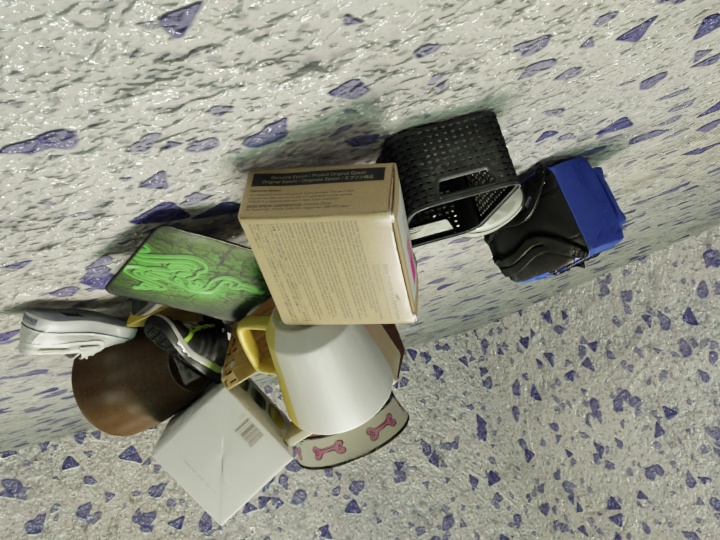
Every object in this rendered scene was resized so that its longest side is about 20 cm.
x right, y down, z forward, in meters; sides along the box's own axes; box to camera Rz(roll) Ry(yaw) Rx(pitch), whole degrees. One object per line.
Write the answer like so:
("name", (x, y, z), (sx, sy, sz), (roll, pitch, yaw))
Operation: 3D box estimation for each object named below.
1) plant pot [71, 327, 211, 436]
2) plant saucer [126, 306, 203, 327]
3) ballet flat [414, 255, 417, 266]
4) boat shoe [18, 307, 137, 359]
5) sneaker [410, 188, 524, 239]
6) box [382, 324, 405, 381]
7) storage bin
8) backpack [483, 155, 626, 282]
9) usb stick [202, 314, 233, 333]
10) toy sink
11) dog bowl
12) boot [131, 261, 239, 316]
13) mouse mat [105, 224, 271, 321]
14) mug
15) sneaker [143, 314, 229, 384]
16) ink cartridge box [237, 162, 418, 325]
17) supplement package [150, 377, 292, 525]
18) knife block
("plant pot", (-0.327, 0.161, 1.343), (0.199, 0.188, 0.186), (-16, 173, 41))
("plant saucer", (-0.228, 0.030, 1.284), (0.199, 0.049, 0.200), (-23, 169, 26))
("ballet flat", (0.055, -0.008, 1.290), (0.067, 0.046, 0.200), (-37, -158, 4))
("boat shoe", (-0.409, 0.095, 1.214), (0.073, 0.066, 0.200), (22, -175, 33))
("sneaker", (0.141, -0.086, 1.216), (0.199, 0.076, 0.115), (-17, 172, 8))
("box", (-0.037, 0.096, 1.424), (0.165, 0.201, 0.164), (-20, -171, 10))
("storage bin", (0.094, -0.101, 1.017), (0.135, 0.094, 0.200), (-16, 170, -11))
("backpack", (0.306, -0.070, 1.341), (0.167, 0.163, 0.200), (-14, 169, -38))
("usb stick", (-0.206, 0.079, 1.355), (0.055, 0.033, 0.200), (-17, 169, 1))
("toy sink", (-0.052, 0.154, 1.287), (0.199, 0.112, 0.130), (-33, -173, 12))
("dog bowl", (-0.024, 0.246, 1.388), (0.199, 0.074, 0.200), (-22, -172, 3))
("boot", (-0.212, 0.024, 1.111), (0.131, 0.070, 0.200), (16, 152, -33))
("mouse mat", (-0.191, 0.009, 1.033), (0.199, 0.008, 0.161), (17, 140, -34))
("mug", (-0.067, 0.109, 1.077), (0.186, 0.150, 0.154), (-17, 127, 6))
("sneaker", (-0.240, 0.093, 1.220), (0.071, 0.083, 0.200), (22, 162, 26))
("ink cartridge box", (-0.027, -0.023, 0.933), (0.164, 0.075, 0.200), (-2, 142, 11))
("supplement package", (-0.210, 0.263, 1.322), (0.151, 0.152, 0.200), (-42, -173, -1))
("knife block", (-0.098, 0.092, 1.235), (0.175, 0.201, 0.064), (18, 156, -18))
